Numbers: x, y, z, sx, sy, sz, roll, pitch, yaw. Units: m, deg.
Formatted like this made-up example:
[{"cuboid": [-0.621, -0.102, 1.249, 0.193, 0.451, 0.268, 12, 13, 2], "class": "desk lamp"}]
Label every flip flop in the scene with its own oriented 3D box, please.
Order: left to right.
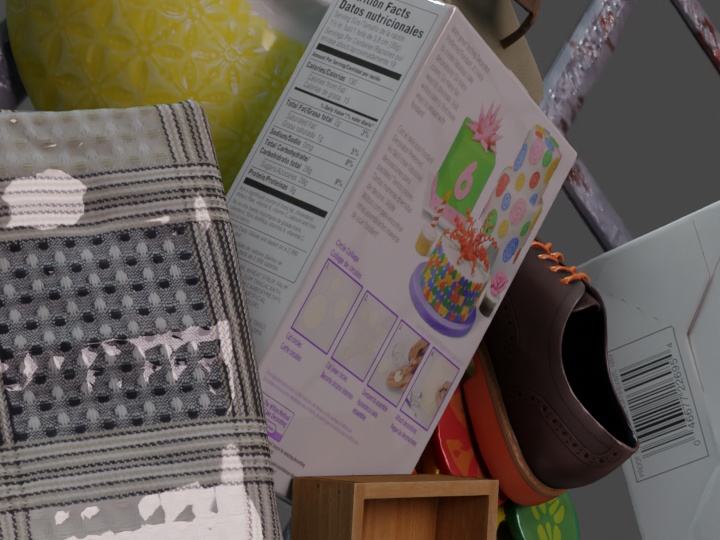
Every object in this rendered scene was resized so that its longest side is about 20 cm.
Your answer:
[{"cuboid": [0.072, -0.181, 1.204, 0.081, 0.057, 0.201, -31, 114, -57], "class": "flip flop"}]

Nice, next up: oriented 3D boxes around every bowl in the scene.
[{"cuboid": [-0.041, -0.115, 0.956, 0.199, 0.108, 0.201, 21, 50, -28], "class": "bowl"}]

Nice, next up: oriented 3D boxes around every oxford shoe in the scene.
[{"cuboid": [0.077, 0.004, 1.029, 0.071, 0.072, 0.201, -9, 78, -54], "class": "oxford shoe"}]

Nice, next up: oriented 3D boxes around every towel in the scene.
[{"cuboid": [-0.132, 0.024, 0.787, 0.199, 0.035, 0.194, -3, 70, -22], "class": "towel"}]

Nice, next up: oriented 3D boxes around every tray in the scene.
[{"cuboid": [0.009, 0.185, 0.896, 0.098, 0.037, 0.202, 6, 88, -52], "class": "tray"}]

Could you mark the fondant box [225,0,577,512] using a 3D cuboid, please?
[{"cuboid": [0.000, 0.000, 0.911, 0.201, 0.058, 0.144, -61, 147, -7], "class": "fondant box"}]

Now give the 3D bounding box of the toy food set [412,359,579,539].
[{"cuboid": [0.038, 0.053, 1.054, 0.197, 0.048, 0.201, 28, 50, -42], "class": "toy food set"}]

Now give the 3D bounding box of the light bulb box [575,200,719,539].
[{"cuboid": [0.243, 0.075, 1.245, 0.199, 0.124, 0.199, 9, 63, -51], "class": "light bulb box"}]
